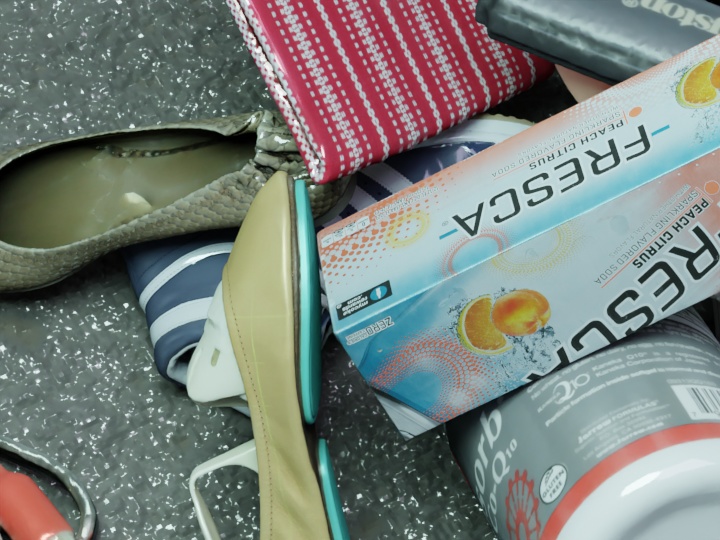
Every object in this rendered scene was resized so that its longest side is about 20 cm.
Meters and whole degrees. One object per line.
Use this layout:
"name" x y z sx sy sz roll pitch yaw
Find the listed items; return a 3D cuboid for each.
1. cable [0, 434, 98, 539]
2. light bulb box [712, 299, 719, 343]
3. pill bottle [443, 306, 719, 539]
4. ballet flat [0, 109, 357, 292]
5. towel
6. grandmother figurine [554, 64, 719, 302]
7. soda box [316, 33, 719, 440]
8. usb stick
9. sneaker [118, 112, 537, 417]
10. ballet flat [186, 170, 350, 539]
"cable" -0.172 0.060 1.176 0.097 0.050 0.201 -22 70 -24
"light bulb box" 0.263 -0.013 1.274 0.199 0.125 0.199 5 60 -10
"pill bottle" 0.097 0.067 1.159 0.115 0.116 0.200 -4 31 -15
"ballet flat" -0.099 -0.033 1.197 0.199 0.046 0.068 -7 64 19
"towel" 0.003 -0.122 1.212 0.200 0.022 0.145 -28 91 -55
"grandmother figurine" 0.128 -0.057 1.202 0.121 0.061 0.200 -33 52 3
"soda box" 0.086 -0.017 1.111 0.199 0.064 0.069 -26 35 11
"usb stick" 0.143 -0.081 1.169 0.199 0.033 0.056 22 51 13
"sneaker" 0.000 0.000 1.237 0.199 0.070 0.109 -6 58 -8
"ballet flat" -0.039 0.063 1.150 0.063 0.069 0.201 -7 101 3
